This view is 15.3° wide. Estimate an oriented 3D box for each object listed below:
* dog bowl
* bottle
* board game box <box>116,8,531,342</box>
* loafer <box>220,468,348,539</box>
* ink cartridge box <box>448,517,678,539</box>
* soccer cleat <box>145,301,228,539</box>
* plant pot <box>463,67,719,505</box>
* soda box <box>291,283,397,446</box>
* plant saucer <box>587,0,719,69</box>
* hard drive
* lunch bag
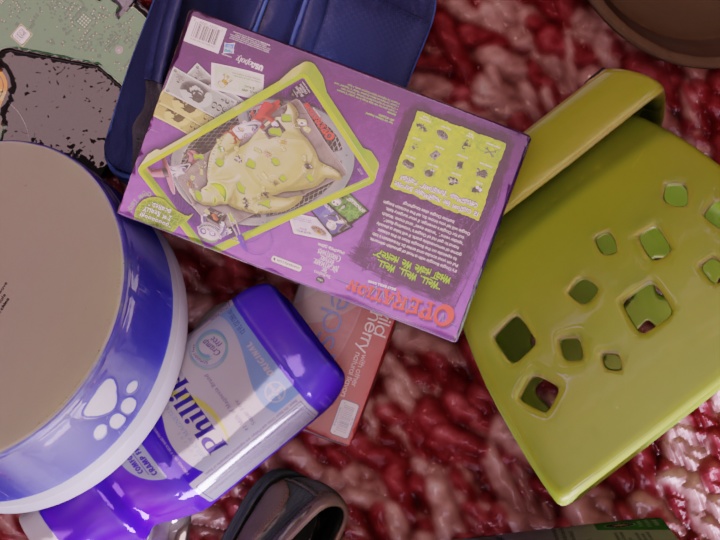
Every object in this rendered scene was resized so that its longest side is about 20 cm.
[{"bbox_3d":[-0.202,0.031,1.523,0.199,0.079,0.202,-10,64,20],"label":"dog bowl"},{"bbox_3d":[-0.106,0.096,1.537,0.200,0.065,0.084,-39,69,2],"label":"bottle"},{"bbox_3d":[-0.020,-0.051,1.455,0.199,0.032,0.121,21,88,5],"label":"board game box"},{"bbox_3d":[-0.068,0.214,1.588,0.072,0.063,0.201,29,78,-34],"label":"loafer"},{"bbox_3d":[0.089,0.202,1.565,0.198,0.147,0.084,-6,91,3],"label":"ink cartridge box"},{"bbox_3d":[-0.120,0.110,1.611,0.077,0.069,0.201,14,82,33],"label":"soccer cleat"},{"bbox_3d":[0.142,0.004,1.541,0.199,0.200,0.182,-37,84,3],"label":"plant pot"},{"bbox_3d":[0.000,0.000,1.603,0.063,0.070,0.201,20,91,2],"label":"soda box"},{"bbox_3d":[0.202,-0.220,1.585,0.199,0.029,0.202,-2,96,-21],"label":"plant saucer"},{"bbox_3d":[-0.210,-0.098,1.624,0.140,0.038,0.200,40,92,1],"label":"hard drive"},{"bbox_3d":[-0.058,-0.123,1.547,0.132,0.136,0.201,19,91,-34],"label":"lunch bag"}]
